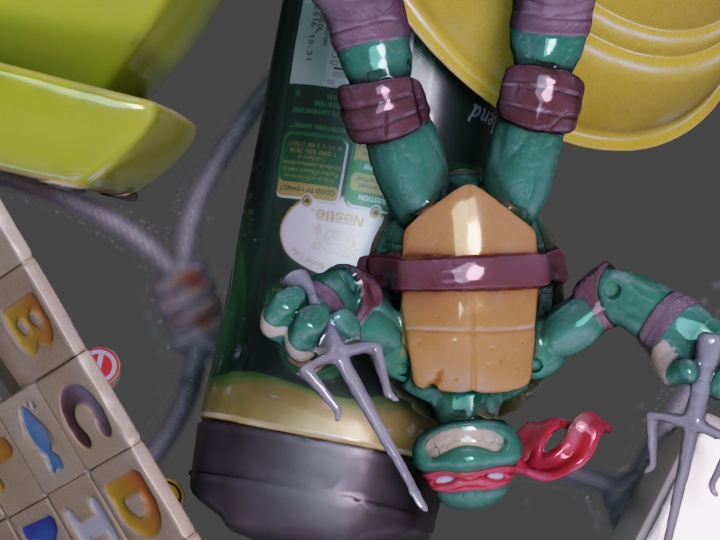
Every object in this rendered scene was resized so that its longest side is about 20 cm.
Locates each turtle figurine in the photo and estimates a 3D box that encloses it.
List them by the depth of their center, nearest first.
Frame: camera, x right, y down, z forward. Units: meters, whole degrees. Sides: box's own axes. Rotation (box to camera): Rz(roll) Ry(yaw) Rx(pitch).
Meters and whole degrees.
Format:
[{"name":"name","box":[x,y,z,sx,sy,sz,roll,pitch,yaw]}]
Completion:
[{"name":"turtle figurine","box":[0.034,0.002,0.922,0.149,0.101,0.201,-5,92,-19]}]

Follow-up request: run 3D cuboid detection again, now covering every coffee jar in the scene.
[{"name":"coffee jar","box":[0.000,0.000,1.019,0.085,0.104,0.201,10,84,9]}]

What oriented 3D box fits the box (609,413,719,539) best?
[{"name":"box","box":[0.170,0.143,0.991,0.199,0.128,0.109,28,85,3]}]

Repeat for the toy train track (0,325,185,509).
[{"name":"toy train track","box":[-0.062,0.093,0.997,0.032,0.115,0.200,-30,71,-16]}]

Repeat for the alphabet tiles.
[{"name":"alphabet tiles","box":[-0.110,0.078,0.988,0.008,0.167,0.201,-30,90,-35]}]

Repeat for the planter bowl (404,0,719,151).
[{"name":"planter bowl","box":[0.088,-0.148,0.991,0.200,0.083,0.201,18,61,-35]}]

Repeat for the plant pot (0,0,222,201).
[{"name":"plant pot","box":[-0.128,-0.128,0.994,0.199,0.199,0.183,13,91,1]}]
